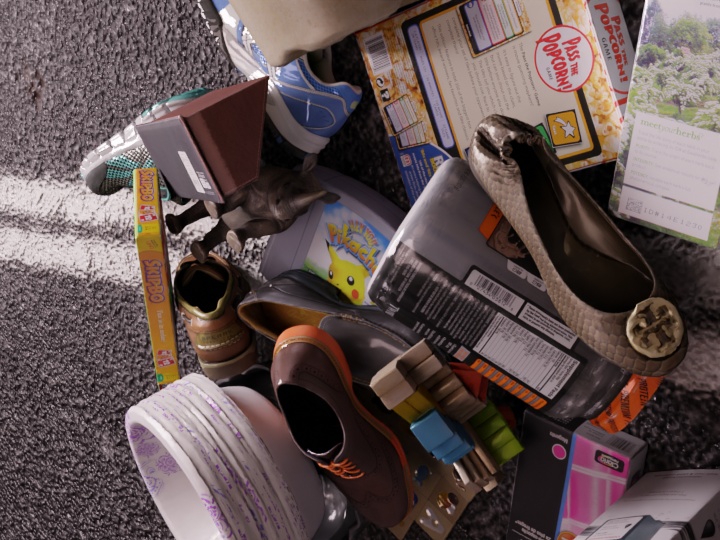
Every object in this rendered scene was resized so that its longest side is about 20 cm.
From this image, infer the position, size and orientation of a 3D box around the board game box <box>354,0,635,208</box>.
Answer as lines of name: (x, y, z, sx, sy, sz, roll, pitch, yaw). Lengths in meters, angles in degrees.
board game box: (0.100, -0.135, 0.775, 0.200, 0.046, 0.152, -12, 99, 44)

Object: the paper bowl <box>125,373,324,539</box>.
paper bowl: (-0.107, 0.180, 0.906, 0.201, 0.104, 0.201, 42, 149, 32)

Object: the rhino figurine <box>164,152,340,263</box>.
rhino figurine: (-0.084, -0.056, 0.892, 0.200, 0.087, 0.060, -8, 112, 56)

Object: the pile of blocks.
pile of blocks: (0.082, 0.110, 0.798, 0.062, 0.200, 0.082, -37, 53, 10)

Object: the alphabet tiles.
alphabet tiles: (0.023, 0.153, 0.985, 0.200, 0.006, 0.167, 42, 129, 22)

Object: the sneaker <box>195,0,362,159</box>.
sneaker: (-0.070, -0.193, 0.899, 0.077, 0.076, 0.200, -37, 81, 22)

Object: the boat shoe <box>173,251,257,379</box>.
boat shoe: (-0.136, 0.018, 0.981, 0.200, 0.072, 0.068, -128, 18, -59)

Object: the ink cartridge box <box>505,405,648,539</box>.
ink cartridge box: (0.167, 0.209, 0.861, 0.095, 0.037, 0.201, 22, 122, 35)

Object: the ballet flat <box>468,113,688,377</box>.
ballet flat: (0.138, -0.021, 0.674, 0.200, 0.067, 0.046, 56, 161, 13)

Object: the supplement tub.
supplement tub: (0.115, 0.020, 0.747, 0.200, 0.123, 0.123, 32, 128, 3)

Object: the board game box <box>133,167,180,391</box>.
board game box: (-0.186, 0.014, 0.979, 0.096, 0.030, 0.200, -104, 15, -46)

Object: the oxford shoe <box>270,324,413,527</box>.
oxford shoe: (-0.019, 0.142, 0.850, 0.071, 0.073, 0.200, -21, 115, 21)

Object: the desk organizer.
desk organizer: (-0.120, -0.107, 0.879, 0.072, 0.077, 0.200, 64, 164, -14)

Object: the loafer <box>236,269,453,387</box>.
loafer: (-0.016, 0.062, 0.885, 0.200, 0.072, 0.073, 21, 115, 33)

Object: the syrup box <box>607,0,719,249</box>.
syrup box: (0.218, -0.124, 0.651, 0.079, 0.081, 0.201, 23, 120, 34)

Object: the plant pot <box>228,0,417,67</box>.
plant pot: (-0.046, -0.257, 0.775, 0.200, 0.200, 0.184, -13, 109, 43)

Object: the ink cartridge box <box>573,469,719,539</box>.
ink cartridge box: (0.203, 0.244, 0.726, 0.086, 0.200, 0.147, -15, 97, 44)

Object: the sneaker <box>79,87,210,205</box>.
sneaker: (-0.201, -0.099, 1.041, 0.200, 0.078, 0.091, -23, 94, 46)

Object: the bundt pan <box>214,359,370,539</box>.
bundt pan: (-0.053, 0.169, 1.000, 0.201, 0.076, 0.203, 17, 117, 36)

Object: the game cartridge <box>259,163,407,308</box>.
game cartridge: (0.000, 0.000, 0.923, 0.200, 0.040, 0.134, 38, 122, 25)
